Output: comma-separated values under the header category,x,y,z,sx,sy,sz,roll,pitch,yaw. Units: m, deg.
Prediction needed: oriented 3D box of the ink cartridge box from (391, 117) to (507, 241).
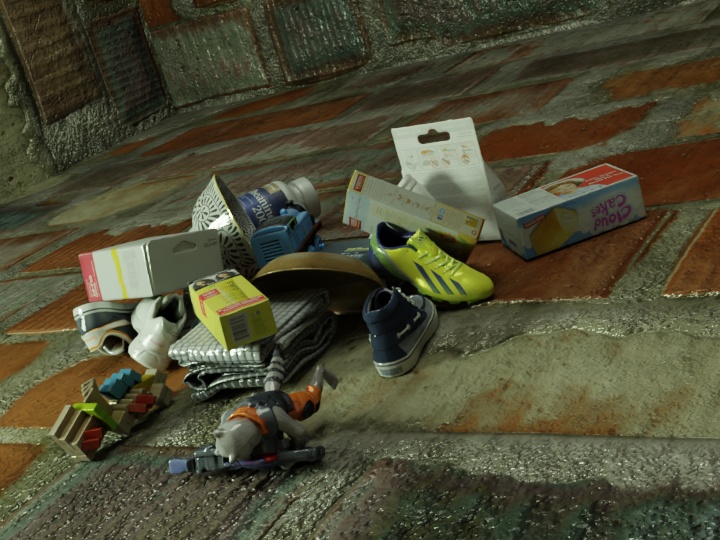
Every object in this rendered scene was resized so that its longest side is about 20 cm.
category,x,y,z,sx,sy,sz,roll,pitch,yaw
ink cartridge box,0.145,-0.143,1.739,0.159,0.203,0.050,-3,20,38

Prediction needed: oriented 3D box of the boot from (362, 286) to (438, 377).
category,x,y,z,sx,sy,sz,roll,pitch,yaw
boot,0.053,0.053,1.432,0.071,0.092,0.200,-13,19,15

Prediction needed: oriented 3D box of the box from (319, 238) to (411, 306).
category,x,y,z,sx,sy,sz,roll,pitch,yaw
box,0.000,0.000,1.706,0.197,0.052,0.157,-4,22,34

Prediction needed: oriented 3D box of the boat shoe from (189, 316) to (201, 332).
category,x,y,z,sx,sy,sz,roll,pitch,yaw
boat shoe,-0.209,0.065,1.669,0.074,0.063,0.200,20,23,2

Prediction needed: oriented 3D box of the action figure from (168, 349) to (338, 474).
category,x,y,z,sx,sy,sz,roll,pitch,yaw
action figure,-0.129,0.170,1.255,0.196,0.107,0.193,-10,9,16

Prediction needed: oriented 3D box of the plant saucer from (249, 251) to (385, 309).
category,x,y,z,sx,sy,sz,roll,pitch,yaw
plant saucer,-0.060,0.012,1.559,0.196,0.036,0.201,1,-17,0

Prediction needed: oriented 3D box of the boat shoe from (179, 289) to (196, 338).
category,x,y,z,sx,sy,sz,roll,pitch,yaw
boat shoe,-0.261,0.050,1.788,0.071,0.067,0.200,-14,18,10

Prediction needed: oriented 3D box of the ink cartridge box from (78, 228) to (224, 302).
category,x,y,z,sx,sy,sz,roll,pitch,yaw
ink cartridge box,-0.330,-0.008,1.736,0.144,0.085,0.198,-15,6,-42

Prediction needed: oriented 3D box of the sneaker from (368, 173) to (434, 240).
category,x,y,z,sx,sy,sz,roll,pitch,yaw
sneaker,0.072,-0.069,1.763,0.076,0.088,0.201,-55,-4,-28

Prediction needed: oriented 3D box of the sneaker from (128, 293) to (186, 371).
category,x,y,z,sx,sy,sz,roll,pitch,yaw
sneaker,-0.300,0.073,1.686,0.100,0.077,0.200,-56,22,14

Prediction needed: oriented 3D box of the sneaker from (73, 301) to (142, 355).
category,x,y,z,sx,sy,sz,roll,pitch,yaw
sneaker,-0.376,0.094,1.770,0.078,0.081,0.199,-25,-13,33

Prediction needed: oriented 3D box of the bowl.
category,x,y,z,sx,sy,sz,roll,pitch,yaw
bowl,-0.236,-0.055,1.897,0.093,0.202,0.201,-32,17,3

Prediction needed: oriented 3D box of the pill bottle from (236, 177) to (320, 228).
category,x,y,z,sx,sy,sz,roll,pitch,yaw
pill bottle,-0.178,-0.102,2.079,0.198,0.113,0.110,-26,20,-24

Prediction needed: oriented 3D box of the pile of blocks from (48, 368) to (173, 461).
category,x,y,z,sx,sy,sz,roll,pitch,yaw
pile of blocks,-0.317,0.175,1.446,0.061,0.083,0.200,-5,21,35

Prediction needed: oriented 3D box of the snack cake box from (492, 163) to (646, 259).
category,x,y,z,sx,sy,sz,roll,pitch,yaw
snack cake box,0.311,-0.091,1.646,0.197,0.068,0.115,-20,16,-6

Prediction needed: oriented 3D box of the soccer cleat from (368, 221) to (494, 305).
category,x,y,z,sx,sy,sz,roll,pitch,yaw
soccer cleat,0.096,-0.012,1.533,0.198,0.085,0.064,20,30,28

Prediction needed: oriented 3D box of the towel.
category,x,y,z,sx,sy,sz,roll,pitch,yaw
towel,-0.140,0.101,1.499,0.163,0.087,0.200,-6,19,28

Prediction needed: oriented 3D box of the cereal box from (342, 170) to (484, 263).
category,x,y,z,sx,sy,sz,roll,pitch,yaw
cereal box,0.073,-0.072,1.588,0.197,0.040,0.144,22,-16,2

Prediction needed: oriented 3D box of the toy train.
category,x,y,z,sx,sy,sz,roll,pitch,yaw
toy train,-0.117,-0.045,1.849,0.085,0.116,0.200,-11,19,17

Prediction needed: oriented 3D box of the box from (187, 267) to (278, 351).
category,x,y,z,sx,sy,sz,roll,pitch,yaw
box,-0.173,0.049,1.457,0.074,0.051,0.200,-19,18,-15
